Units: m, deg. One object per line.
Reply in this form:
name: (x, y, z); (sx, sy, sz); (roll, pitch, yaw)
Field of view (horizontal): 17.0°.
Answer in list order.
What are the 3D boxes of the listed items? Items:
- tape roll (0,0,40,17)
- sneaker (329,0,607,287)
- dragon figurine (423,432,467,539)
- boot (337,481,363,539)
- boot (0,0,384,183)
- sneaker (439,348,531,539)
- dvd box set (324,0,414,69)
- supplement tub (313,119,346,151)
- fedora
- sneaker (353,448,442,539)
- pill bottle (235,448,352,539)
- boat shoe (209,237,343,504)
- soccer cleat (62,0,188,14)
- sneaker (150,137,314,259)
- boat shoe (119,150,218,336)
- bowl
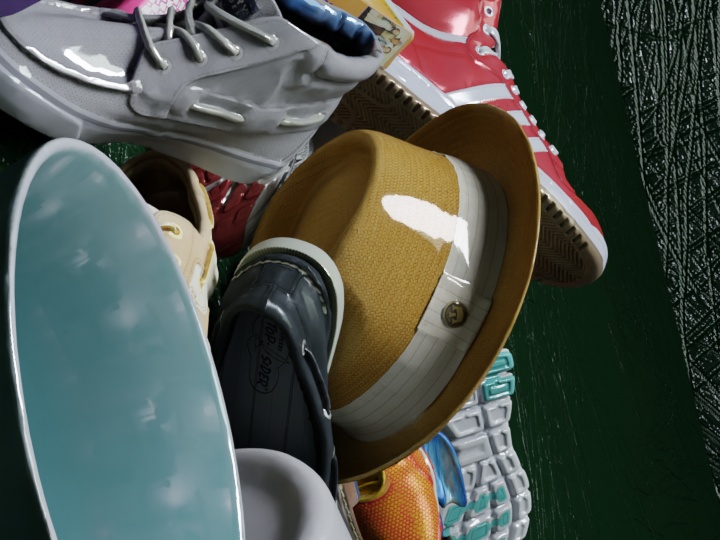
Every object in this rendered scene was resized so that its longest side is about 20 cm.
tape roll: (-0.156, -0.203, 0.940); (0.200, 0.065, 0.201); (53, 23, -35)
sneaker: (0.068, -0.086, 1.306); (0.200, 0.071, 0.113); (40, 49, -14)
dragon figurine: (0.028, 0.128, 1.440); (0.099, 0.059, 0.201); (-59, 132, -70)
boot: (-0.023, 0.172, 1.202); (0.201, 0.074, 0.097); (67, 23, 1)
boot: (-0.079, -0.101, 1.037); (0.200, 0.096, 0.074); (12, 45, -50)
sneaker: (0.056, 0.113, 1.542); (0.091, 0.077, 0.201); (34, -49, 55)
dvd box set: (-0.068, -0.187, 1.190); (0.200, 0.029, 0.147); (29, 22, -48)
supplement tub: (0.016, -0.063, 1.443); (0.200, 0.122, 0.123); (58, 23, -51)
fedora: (0.000, 0.000, 1.146); (0.082, 0.200, 0.201); (27, 41, -29)
sneaker: (-0.017, 0.081, 1.301); (0.201, 0.073, 0.077); (64, 15, -6)
pill bottle: (-0.033, 0.184, 1.031); (0.115, 0.114, 0.201); (-85, 157, -52)
boat shoe: (-0.046, 0.089, 1.088); (0.066, 0.074, 0.200); (-57, 161, -66)
soccer cleat: (-0.090, -0.127, 1.174); (0.086, 0.070, 0.200); (55, 19, -18)
sneaker: (-0.055, -0.059, 1.254); (0.200, 0.077, 0.082); (-78, 152, -60)
boat shoe: (-0.098, 0.002, 1.021); (0.200, 0.073, 0.070); (-93, 178, -69)
bowl: (-0.121, 0.064, 0.817); (0.201, 0.105, 0.202); (-13, 90, -76)
